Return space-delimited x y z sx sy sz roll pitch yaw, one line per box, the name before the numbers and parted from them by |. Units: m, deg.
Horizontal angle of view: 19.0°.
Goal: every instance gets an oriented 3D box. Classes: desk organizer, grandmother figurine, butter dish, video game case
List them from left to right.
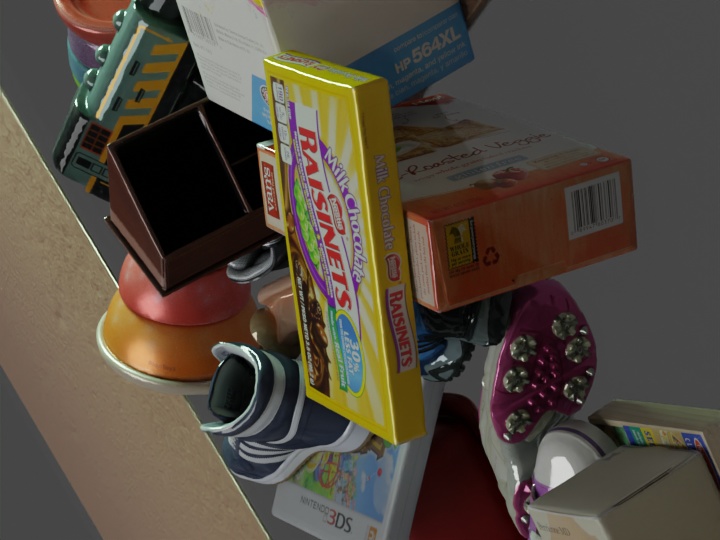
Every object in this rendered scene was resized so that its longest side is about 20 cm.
desk organizer | -0.059 -0.073 1.344 0.072 0.199 0.077 50 155 27
grandmother figurine | 0.000 0.000 1.427 0.060 0.122 0.200 38 140 -15
video game case | 0.003 0.092 1.494 0.182 0.022 0.202 12 88 64
butter dish | 0.037 0.201 1.545 0.201 0.147 0.200 64 159 -7

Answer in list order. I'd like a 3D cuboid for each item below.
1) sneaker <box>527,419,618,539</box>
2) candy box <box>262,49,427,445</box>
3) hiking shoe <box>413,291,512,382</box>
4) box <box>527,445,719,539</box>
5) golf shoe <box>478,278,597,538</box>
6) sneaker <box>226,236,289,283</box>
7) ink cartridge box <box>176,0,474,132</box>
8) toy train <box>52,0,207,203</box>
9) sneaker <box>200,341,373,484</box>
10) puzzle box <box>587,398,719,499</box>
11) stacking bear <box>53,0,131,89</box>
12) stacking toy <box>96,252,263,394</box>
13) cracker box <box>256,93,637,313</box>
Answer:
sneaker | 0.117 0.197 1.282 0.072 0.114 0.202 4 106 40
candy box | -0.009 -0.013 1.164 0.102 0.026 0.202 21 123 55
hiking shoe | 0.036 0.016 1.316 0.086 0.075 0.200 15 164 -6
box | 0.184 0.206 1.233 0.201 0.077 0.095 64 159 -7
golf shoe | 0.101 0.076 1.347 0.092 0.075 0.201 -126 24 -47
sneaker | -0.069 -0.049 1.517 0.200 0.113 0.076 12 128 63
ink cartridge box | -0.038 -0.197 1.237 0.128 0.125 0.201 31 144 52
toy train | -0.135 -0.125 1.498 0.201 0.113 0.085 -59 13 33
sneaker | -0.077 0.100 1.502 0.200 0.108 0.071 -25 56 58
puzzle box | 0.214 0.172 1.269 0.201 0.025 0.133 65 158 -10
stacking bear | -0.158 -0.147 1.618 0.121 0.113 0.201 46 159 34
stacking toy | -0.140 -0.012 1.758 0.146 0.145 0.201 41 134 42
cracker box | 0.045 -0.044 1.222 0.200 0.133 0.058 25 127 56
